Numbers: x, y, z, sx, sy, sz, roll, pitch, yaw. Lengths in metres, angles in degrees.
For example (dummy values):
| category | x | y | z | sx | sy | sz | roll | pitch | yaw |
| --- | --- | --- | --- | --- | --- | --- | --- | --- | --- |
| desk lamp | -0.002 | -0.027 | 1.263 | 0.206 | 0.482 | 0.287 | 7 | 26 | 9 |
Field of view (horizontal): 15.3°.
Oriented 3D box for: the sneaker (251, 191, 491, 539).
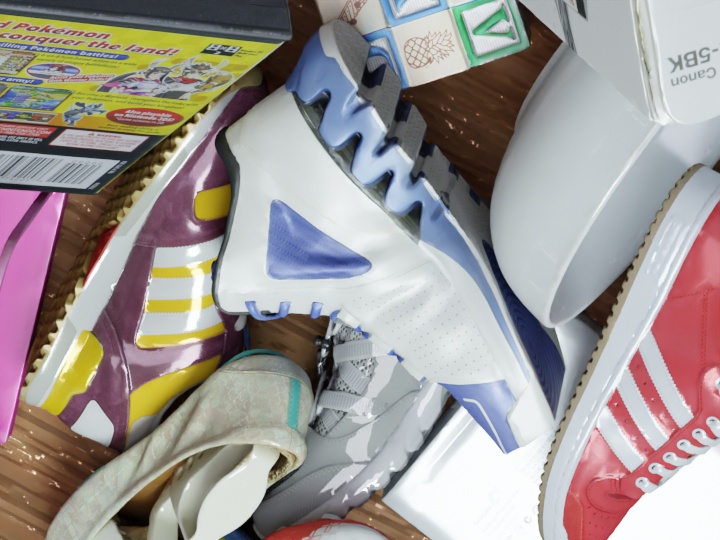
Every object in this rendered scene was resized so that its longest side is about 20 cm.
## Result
| category | x | y | z | sx | sy | sz | roll | pitch | yaw |
| --- | --- | --- | --- | --- | --- | --- | --- | --- | --- |
| sneaker | 0.008 | 0.042 | 1.258 | 0.082 | 0.075 | 0.200 | 39 | 96 | 2 |

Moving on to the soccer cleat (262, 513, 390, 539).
| category | x | y | z | sx | sy | sz | roll | pitch | yaw |
| --- | --- | --- | --- | --- | --- | --- | --- | --- | --- |
| soccer cleat | -0.068 | 0.178 | 1.221 | 0.199 | 0.085 | 0.069 | -26 | 105 | 20 |

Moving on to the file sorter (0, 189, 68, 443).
| category | x | y | z | sx | sy | sz | roll | pitch | yaw |
| --- | --- | --- | --- | --- | --- | --- | --- | --- | --- |
| file sorter | -0.254 | 0.008 | 1.232 | 0.199 | 0.126 | 0.140 | 16 | 107 | 0 |

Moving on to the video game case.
| category | x | y | z | sx | sy | sz | roll | pitch | yaw |
| --- | --- | --- | --- | --- | --- | --- | --- | --- | --- |
| video game case | -0.158 | -0.081 | 1.127 | 0.199 | 0.180 | 0.026 | 3 | 68 | -34 |

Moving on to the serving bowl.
| category | x | y | z | sx | sy | sz | roll | pitch | yaw |
| --- | --- | --- | --- | --- | --- | --- | --- | --- | --- |
| serving bowl | 0.118 | -0.073 | 1.150 | 0.066 | 0.200 | 0.201 | 39 | 107 | 11 |

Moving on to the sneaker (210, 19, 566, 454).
| category | x | y | z | sx | sy | sz | roll | pitch | yaw |
| --- | --- | --- | --- | --- | --- | --- | --- | --- | --- |
| sneaker | 0.000 | -0.001 | 1.184 | 0.115 | 0.081 | 0.200 | -31 | 100 | 19 |

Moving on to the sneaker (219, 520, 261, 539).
| category | x | y | z | sx | sy | sz | roll | pitch | yaw |
| --- | --- | --- | --- | --- | --- | --- | --- | --- | --- |
| sneaker | 0.012 | 0.181 | 1.295 | 0.199 | 0.083 | 0.071 | 28 | 129 | 12 |

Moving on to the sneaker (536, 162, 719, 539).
| category | x | y | z | sx | sy | sz | roll | pitch | yaw |
| --- | --- | --- | --- | --- | --- | --- | --- | --- | --- |
| sneaker | 0.157 | 0.064 | 1.195 | 0.112 | 0.071 | 0.201 | 29 | 118 | 17 |

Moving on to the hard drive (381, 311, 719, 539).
| category | x | y | z | sx | sy | sz | roll | pitch | yaw |
| --- | --- | --- | --- | --- | --- | --- | --- | --- | --- |
| hard drive | 0.128 | 0.120 | 1.286 | 0.200 | 0.026 | 0.132 | 38 | 106 | -7 |

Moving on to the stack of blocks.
| category | x | y | z | sx | sy | sz | roll | pitch | yaw |
| --- | --- | --- | --- | --- | --- | --- | --- | --- | --- |
| stack of blocks | 0.019 | -0.189 | 1.185 | 0.114 | 0.059 | 0.201 | -17 | 105 | 9 |

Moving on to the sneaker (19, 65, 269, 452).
| category | x | y | z | sx | sy | sz | roll | pitch | yaw |
| --- | --- | --- | --- | --- | --- | --- | --- | --- | --- |
| sneaker | -0.079 | -0.004 | 1.248 | 0.090 | 0.075 | 0.201 | 28 | 113 | -13 |

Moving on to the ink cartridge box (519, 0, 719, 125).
| category | x | y | z | sx | sy | sz | roll | pitch | yaw |
| --- | --- | --- | --- | --- | --- | --- | --- | --- | --- |
| ink cartridge box | 0.136 | -0.141 | 1.013 | 0.146 | 0.200 | 0.083 | -17 | 116 | -10 |

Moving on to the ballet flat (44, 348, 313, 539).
| category | x | y | z | sx | sy | sz | roll | pitch | yaw |
| --- | --- | --- | --- | --- | --- | --- | --- | --- | --- |
| ballet flat | -0.090 | 0.111 | 1.247 | 0.067 | 0.063 | 0.200 | 18 | 134 | -28 |
